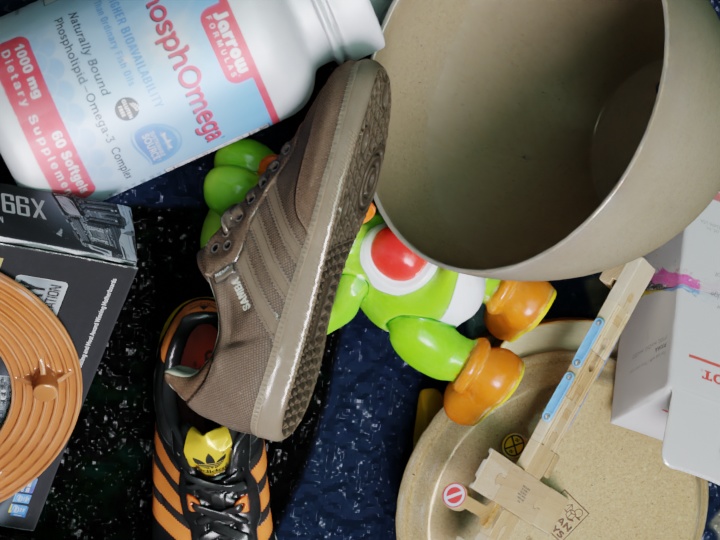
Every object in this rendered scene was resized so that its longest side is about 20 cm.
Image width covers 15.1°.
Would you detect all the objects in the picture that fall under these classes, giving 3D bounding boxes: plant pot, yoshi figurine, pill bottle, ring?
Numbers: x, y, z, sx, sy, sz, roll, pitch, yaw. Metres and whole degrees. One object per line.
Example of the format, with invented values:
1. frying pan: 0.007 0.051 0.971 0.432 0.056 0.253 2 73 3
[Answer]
1. plant pot: 0.118 -0.081 1.394 0.134 0.200 0.200 17 96 -44
2. yoshi figurine: -0.004 0.001 1.466 0.200 0.112 0.112 32 107 -12
3. pill bottle: -0.094 -0.111 1.392 0.200 0.109 0.109 -25 107 0
4. ring: -0.239 0.067 1.357 0.200 0.019 0.200 -5 133 -5

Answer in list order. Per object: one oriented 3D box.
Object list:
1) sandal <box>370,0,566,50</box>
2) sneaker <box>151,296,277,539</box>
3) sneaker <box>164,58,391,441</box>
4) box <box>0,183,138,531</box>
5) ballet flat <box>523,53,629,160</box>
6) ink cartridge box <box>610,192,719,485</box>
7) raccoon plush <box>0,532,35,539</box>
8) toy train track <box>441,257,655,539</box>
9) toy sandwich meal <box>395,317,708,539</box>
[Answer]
1. sandal: 0.009 -0.159 1.464 0.203 0.050 0.083 12 113 -7
2. sneaker: -0.081 0.112 1.443 0.070 0.090 0.200 -4 85 0
3. sneaker: -0.044 -0.017 1.371 0.076 0.070 0.200 17 93 13
4. box: -0.217 0.040 1.383 0.158 0.050 0.200 10 130 -19
5. ballet flat: 0.112 -0.094 1.500 0.069 0.063 0.200 34 90 -20
6. ink cartridge box: 0.208 0.039 1.507 0.116 0.067 0.200 20 62 -19
7. raccoon plush: -0.173 0.229 1.423 0.134 0.200 0.097 -55 137 -2
8. toy train track: 0.096 0.077 1.468 0.200 0.033 0.115 -60 150 -4
9. toy sandwich meal: 0.104 0.123 1.543 0.205 0.070 0.205 -4 104 -14
